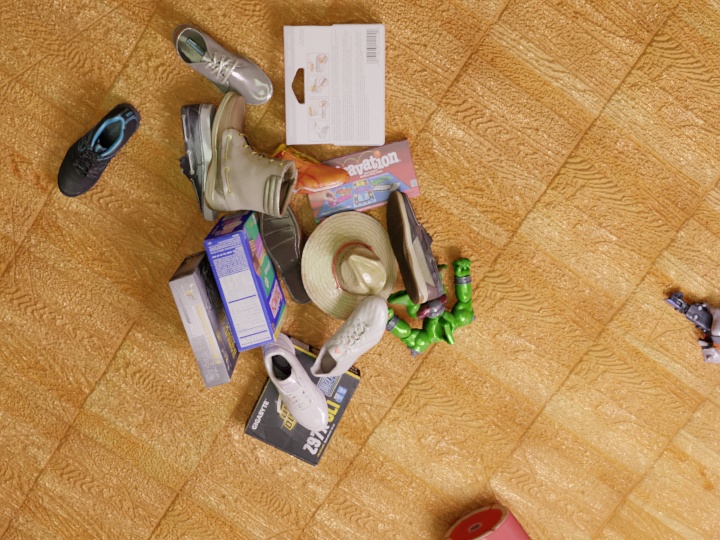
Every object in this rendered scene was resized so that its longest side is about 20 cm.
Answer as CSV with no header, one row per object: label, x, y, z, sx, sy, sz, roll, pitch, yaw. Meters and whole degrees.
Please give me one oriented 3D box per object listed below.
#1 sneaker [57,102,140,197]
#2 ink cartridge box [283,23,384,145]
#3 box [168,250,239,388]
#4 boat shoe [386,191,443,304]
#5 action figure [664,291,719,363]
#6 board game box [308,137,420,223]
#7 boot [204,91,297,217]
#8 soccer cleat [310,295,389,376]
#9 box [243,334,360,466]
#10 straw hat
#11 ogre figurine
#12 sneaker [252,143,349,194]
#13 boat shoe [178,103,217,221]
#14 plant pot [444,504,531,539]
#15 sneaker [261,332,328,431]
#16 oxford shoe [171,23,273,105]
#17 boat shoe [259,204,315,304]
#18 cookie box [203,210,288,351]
sneaker,-0.464,-0.207,1.621,0.073,0.082,0.201,39,103,-12
ink cartridge box,-0.044,-0.319,1.613,0.172,0.045,0.205,0,105,-1
box,-0.272,0.083,1.662,0.047,0.159,0.204,-16,104,4
boat shoe,0.095,-0.042,1.643,0.063,0.073,0.205,-9,81,-23
action figure,0.661,0.075,1.697,0.197,0.105,0.197,24,94,-9
board game box,0.001,-0.159,1.670,0.196,0.019,0.105,-15,103,4
boot,-0.177,-0.195,1.579,0.151,0.072,0.205,8,89,22
soccer cleat,-0.018,0.123,1.644,0.070,0.077,0.201,51,128,20
box,-0.109,0.246,1.764,0.157,0.049,0.203,26,103,-9
straw hat,0.000,0.000,1.645,0.197,0.085,0.206,-4,100,-23
ogre figurine,0.127,0.073,1.689,0.199,0.097,0.122,-35,108,-29
sneaker,-0.114,-0.177,1.619,0.195,0.073,0.079,7,109,12
boat shoe,-0.283,-0.187,1.633,0.066,0.072,0.205,0,108,5
plant pot,0.257,0.562,1.787,0.197,0.200,0.180,-27,94,7
sneaker,-0.123,0.212,1.680,0.074,0.100,0.202,-29,104,5
oxford shoe,-0.238,-0.348,1.598,0.198,0.058,0.076,35,100,-11
boat shoe,-0.128,-0.042,1.678,0.070,0.068,0.204,-11,107,12
cookie box,-0.196,0.012,1.637,0.074,0.172,0.204,-14,106,7
